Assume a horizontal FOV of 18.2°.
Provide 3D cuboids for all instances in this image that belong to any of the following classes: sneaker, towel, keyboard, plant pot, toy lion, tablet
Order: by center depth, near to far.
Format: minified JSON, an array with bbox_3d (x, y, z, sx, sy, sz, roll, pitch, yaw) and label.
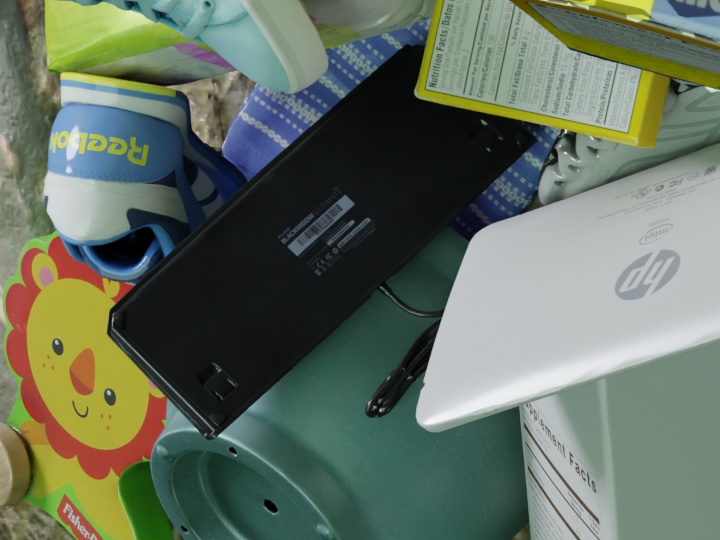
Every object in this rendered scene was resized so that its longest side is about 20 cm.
[{"bbox_3d":[0.116,-0.007,0.869,0.200,0.130,0.014,-21,119,30],"label":"tablet"},{"bbox_3d":[-0.105,-0.127,0.888,0.200,0.082,0.074,42,173,0],"label":"sneaker"},{"bbox_3d":[0.153,-0.073,0.928,0.081,0.075,0.200,44,127,-11],"label":"sneaker"},{"bbox_3d":[0.000,0.000,0.983,0.127,0.200,0.021,44,166,14],"label":"keyboard"},{"bbox_3d":[0.025,-0.080,1.044,0.145,0.024,0.200,40,130,8],"label":"towel"},{"bbox_3d":[-0.014,0.078,1.053,0.200,0.134,0.201,27,142,24],"label":"plant pot"},{"bbox_3d":[-0.103,-0.027,1.065,0.074,0.200,0.082,5,75,15],"label":"sneaker"},{"bbox_3d":[-0.127,0.082,1.199,0.200,0.069,0.192,46,128,24],"label":"toy lion"}]

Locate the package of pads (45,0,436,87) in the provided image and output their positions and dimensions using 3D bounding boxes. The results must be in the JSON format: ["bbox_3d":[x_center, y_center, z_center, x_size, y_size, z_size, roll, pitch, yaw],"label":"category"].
[{"bbox_3d":[-0.055,-0.166,0.984,0.200,0.068,0.155,-10,80,38],"label":"package of pads"}]

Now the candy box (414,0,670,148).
[{"bbox_3d":[0.091,-0.156,0.898,0.102,0.026,0.201,16,95,30],"label":"candy box"}]

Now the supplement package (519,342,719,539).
[{"bbox_3d":[0.142,0.090,0.955,0.120,0.121,0.200,-126,27,-65],"label":"supplement package"}]

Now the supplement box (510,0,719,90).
[{"bbox_3d":[0.124,-0.123,0.764,0.109,0.200,0.110,16,94,10],"label":"supplement box"}]
